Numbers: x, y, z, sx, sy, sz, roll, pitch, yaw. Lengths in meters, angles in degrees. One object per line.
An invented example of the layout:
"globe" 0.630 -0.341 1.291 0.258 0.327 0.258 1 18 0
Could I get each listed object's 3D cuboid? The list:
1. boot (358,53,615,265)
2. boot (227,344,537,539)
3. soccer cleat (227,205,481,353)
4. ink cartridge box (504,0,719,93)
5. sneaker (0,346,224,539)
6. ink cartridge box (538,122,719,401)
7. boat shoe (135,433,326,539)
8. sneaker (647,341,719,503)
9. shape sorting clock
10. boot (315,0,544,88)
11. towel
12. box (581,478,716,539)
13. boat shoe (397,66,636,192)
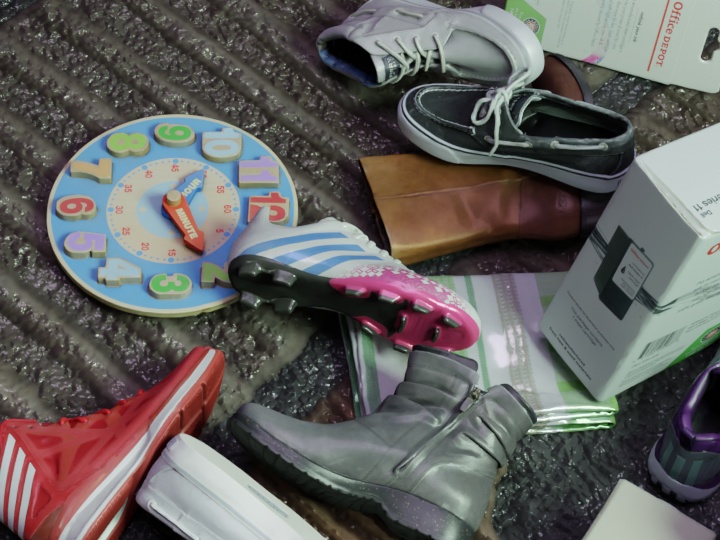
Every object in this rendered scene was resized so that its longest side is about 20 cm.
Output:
"boot" 0.097 -0.092 1.544 0.199 0.069 0.189 -9 62 -4
"boot" 0.016 0.109 1.345 0.199 0.070 0.132 26 74 -1
"soccer cleat" 0.000 0.000 1.408 0.199 0.070 0.087 15 51 6
"ink cartridge box" 0.230 -0.236 1.617 0.199 0.117 0.068 17 50 6
"sneaker" -0.189 0.110 1.334 0.115 0.079 0.200 29 54 13
"ink cartridge box" 0.237 -0.012 1.382 0.146 0.200 0.083 -22 62 -34
"boat shoe" -0.068 0.198 1.288 0.200 0.072 0.069 39 94 0
"sneaker" 0.289 0.084 1.401 0.074 0.088 0.200 30 56 15
"shape sorting clock" -0.148 -0.048 1.480 0.198 0.039 0.201 3 53 -4
"boot" 0.053 -0.176 1.551 0.095 0.074 0.199 -34 34 -30
"towel" 0.088 0.060 1.433 0.198 0.031 0.150 -3 54 -9
"box" 0.160 0.246 1.277 0.082 0.069 0.200 31 55 16
"boat shoe" 0.121 -0.118 1.478 0.198 0.068 0.074 21 60 21
